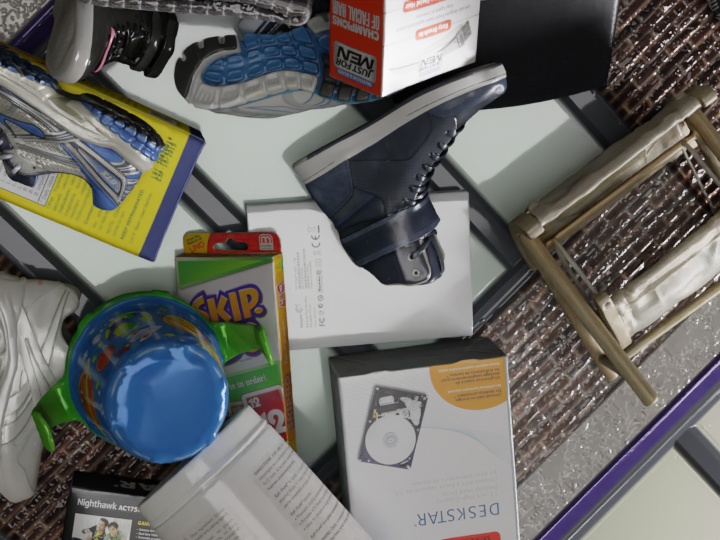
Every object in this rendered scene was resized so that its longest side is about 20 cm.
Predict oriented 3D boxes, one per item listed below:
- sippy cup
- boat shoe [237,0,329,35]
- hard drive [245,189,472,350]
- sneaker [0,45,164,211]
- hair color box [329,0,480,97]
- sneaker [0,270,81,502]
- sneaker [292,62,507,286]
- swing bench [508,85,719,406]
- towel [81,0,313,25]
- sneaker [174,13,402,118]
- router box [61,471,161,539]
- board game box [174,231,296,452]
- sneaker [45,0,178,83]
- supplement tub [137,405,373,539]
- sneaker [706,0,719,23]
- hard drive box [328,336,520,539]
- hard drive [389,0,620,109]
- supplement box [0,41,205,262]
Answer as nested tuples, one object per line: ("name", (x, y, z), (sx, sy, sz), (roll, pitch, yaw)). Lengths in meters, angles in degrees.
("sippy cup", (-0.165, 0.093, 1.001), (0.139, 0.130, 0.178), (37, 85, -21))
("boat shoe", (-0.005, -0.241, 1.044), (0.200, 0.071, 0.091), (-41, 100, -2))
("hard drive", (0.000, 0.000, 1.111), (0.198, 0.026, 0.133), (-4, 100, -8))
("sneaker", (-0.251, -0.107, 0.918), (0.199, 0.077, 0.086), (28, 99, -12))
("hair color box", (0.035, -0.242, 0.910), (0.111, 0.064, 0.201), (-26, 129, -38))
("sneaker", (-0.273, 0.103, 1.063), (0.099, 0.078, 0.202), (2, 100, -13))
("sneaker", (0.060, -0.073, 1.031), (0.202, 0.077, 0.147), (-28, 93, 26))
("swing bench", (0.260, -0.026, 1.098), (0.198, 0.130, 0.201), (-36, 98, -1))
("towel", (-0.120, -0.249, 0.921), (0.198, 0.166, 0.086), (4, 118, -3))
("sneaker", (-0.051, -0.165, 1.040), (0.198, 0.087, 0.076), (-2, 81, 5))
("router box", (-0.172, 0.271, 1.118), (0.198, 0.051, 0.150), (9, 96, -11))
("board game box", (-0.110, 0.067, 1.088), (0.095, 0.030, 0.202), (0, 98, 17))
("sneaker", (-0.189, -0.185, 0.970), (0.099, 0.200, 0.071), (24, 112, -22))
("supplement tub", (-0.074, 0.228, 1.033), (0.132, 0.132, 0.200), (-41, 91, 0))
("sneaker", (0.340, -0.273, 1.070), (0.075, 0.115, 0.200), (-36, 103, -1))
("hard drive box", (0.059, 0.173, 1.125), (0.155, 0.077, 0.202), (-7, 101, -7))
("hard drive", (0.125, -0.198, 1.056), (0.198, 0.042, 0.136), (-8, 134, -9))
("supplement box", (-0.239, -0.102, 1.013), (0.199, 0.110, 0.109), (24, 95, -13))
